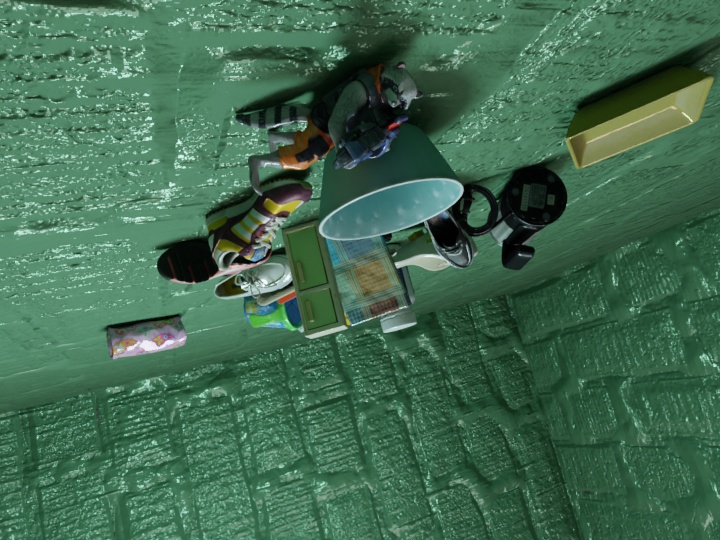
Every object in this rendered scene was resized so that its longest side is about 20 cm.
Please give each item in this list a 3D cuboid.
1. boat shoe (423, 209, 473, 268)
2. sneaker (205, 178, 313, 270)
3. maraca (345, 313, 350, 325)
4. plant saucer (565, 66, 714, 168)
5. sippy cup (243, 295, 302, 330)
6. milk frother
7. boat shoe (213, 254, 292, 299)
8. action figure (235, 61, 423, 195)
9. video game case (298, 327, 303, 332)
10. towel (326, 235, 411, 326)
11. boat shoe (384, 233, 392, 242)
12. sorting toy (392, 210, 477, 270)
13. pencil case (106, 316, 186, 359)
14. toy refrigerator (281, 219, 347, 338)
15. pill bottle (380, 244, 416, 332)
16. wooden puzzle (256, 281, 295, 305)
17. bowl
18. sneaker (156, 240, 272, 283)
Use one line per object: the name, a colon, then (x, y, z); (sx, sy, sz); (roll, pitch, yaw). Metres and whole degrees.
boat shoe: (0.162, -0.067, 0.975); (0.069, 0.067, 0.201); (-22, 126, 14)
sneaker: (-0.145, -0.065, 0.785); (0.198, 0.092, 0.075); (-22, 167, 29)
maraca: (-0.021, 0.045, 1.148); (0.200, 0.107, 0.137); (-47, -178, -7)
plant saucer: (0.424, -0.241, 0.823); (0.197, 0.049, 0.199); (-20, 168, 25)
sippy cup: (-0.222, 0.086, 1.332); (0.128, 0.142, 0.178); (-8, 162, 18)
milk frother: (0.288, -0.117, 1.085); (0.198, 0.183, 0.188); (28, 170, 7)
boat shoe: (-0.231, 0.019, 1.103); (0.199, 0.076, 0.086); (-14, -173, 25)
action figure: (-0.031, -0.149, 0.527); (0.191, 0.106, 0.200); (-24, -168, 14)
video game case: (-0.090, 0.078, 1.440); (0.200, 0.022, 0.182); (-49, -179, -22)
towel: (0.000, 0.000, 1.033); (0.145, 0.203, 0.022); (-21, -171, 25)
boat shoe: (-0.016, -0.044, 1.118); (0.196, 0.067, 0.074); (-10, 167, -26)
sorting toy: (0.132, -0.041, 1.142); (0.177, 0.108, 0.200); (-21, 177, -7)
pencil case: (-0.566, 0.176, 1.394); (0.197, 0.089, 0.087); (-9, 167, -32)
toy refrigerator: (-0.085, 0.016, 0.972); (0.075, 0.204, 0.070); (-14, 169, 2)
pill bottle: (0.074, 0.047, 1.330); (0.118, 0.204, 0.120); (-14, 168, -3)
wooden puzzle: (-0.115, 0.018, 1.190); (0.197, 0.038, 0.185); (-20, -167, 28)
bowl: (0.027, -0.124, 0.700); (0.197, 0.107, 0.201); (-15, 168, -3)
sneaker: (-0.257, -0.012, 0.935); (0.197, 0.075, 0.087); (-12, 170, -20)
